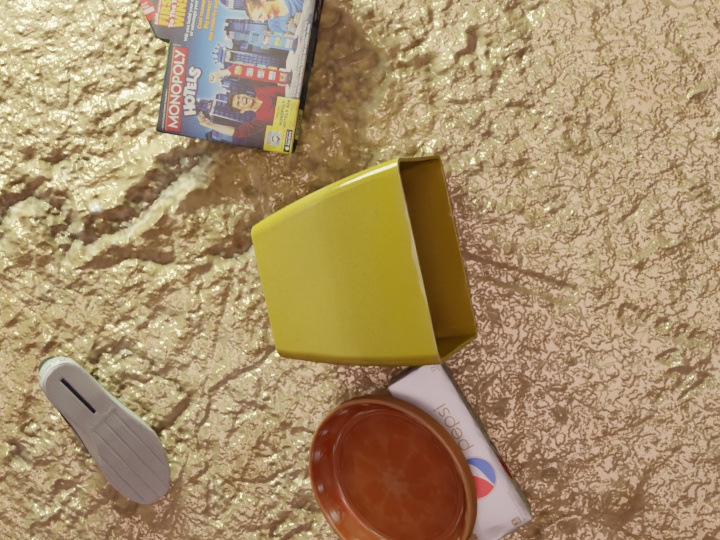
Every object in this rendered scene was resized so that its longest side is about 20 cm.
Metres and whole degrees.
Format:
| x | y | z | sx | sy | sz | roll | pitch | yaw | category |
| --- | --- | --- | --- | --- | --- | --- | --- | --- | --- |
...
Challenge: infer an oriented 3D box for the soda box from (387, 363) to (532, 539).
| x | y | z | sx | sy | sz | roll | pitch | yaw | category |
| --- | --- | --- | --- | --- | --- | --- | --- | --- | --- |
| 0.106 | 0.189 | 1.550 | 0.063 | 0.068 | 0.201 | -32 | 90 | 5 | soda box |

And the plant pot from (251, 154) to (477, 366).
| x | y | z | sx | sy | sz | roll | pitch | yaw | category |
| --- | --- | --- | --- | --- | --- | --- | --- | --- | --- |
| 0.000 | 0.000 | 1.495 | 0.175 | 0.200 | 0.202 | -12 | 92 | 16 | plant pot |

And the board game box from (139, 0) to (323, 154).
| x | y | z | sx | sy | sz | roll | pitch | yaw | category |
| --- | --- | --- | --- | --- | --- | --- | --- | --- | --- |
| -0.150 | -0.238 | 1.551 | 0.198 | 0.062 | 0.202 | 10 | 94 | 5 | board game box |

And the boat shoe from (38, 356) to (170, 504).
| x | y | z | sx | sy | sz | roll | pitch | yaw | category |
| --- | --- | --- | --- | --- | --- | --- | --- | --- | --- |
| -0.275 | 0.165 | 1.580 | 0.072 | 0.071 | 0.201 | -36 | 110 | -8 | boat shoe |

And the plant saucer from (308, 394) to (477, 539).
| x | y | z | sx | sy | sz | roll | pitch | yaw | category |
| --- | --- | --- | --- | --- | --- | --- | --- | --- | --- |
| 0.035 | 0.224 | 1.537 | 0.199 | 0.032 | 0.202 | 13 | 114 | 30 | plant saucer |
